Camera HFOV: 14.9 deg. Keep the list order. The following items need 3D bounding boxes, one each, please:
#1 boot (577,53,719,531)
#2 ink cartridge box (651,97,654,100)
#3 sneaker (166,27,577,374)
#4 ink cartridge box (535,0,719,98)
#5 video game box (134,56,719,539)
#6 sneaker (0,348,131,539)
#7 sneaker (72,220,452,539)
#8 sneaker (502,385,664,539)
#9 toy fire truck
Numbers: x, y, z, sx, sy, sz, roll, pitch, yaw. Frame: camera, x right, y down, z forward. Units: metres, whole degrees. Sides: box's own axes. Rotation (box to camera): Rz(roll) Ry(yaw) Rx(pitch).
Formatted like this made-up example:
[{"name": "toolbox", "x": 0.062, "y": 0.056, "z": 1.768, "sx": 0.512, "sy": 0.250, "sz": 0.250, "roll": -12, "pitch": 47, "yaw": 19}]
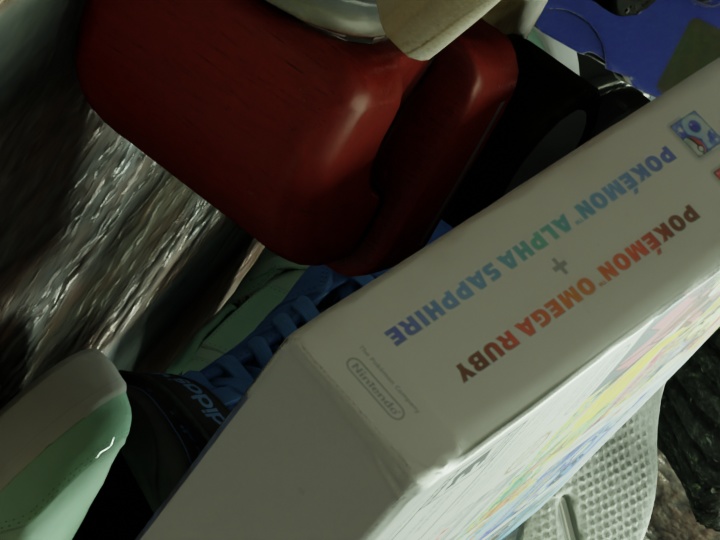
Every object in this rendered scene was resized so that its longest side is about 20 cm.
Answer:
[{"name": "boot", "x": 0.098, "y": 0.038, "z": 0.977, "sx": 0.079, "sy": 0.158, "sz": 0.211, "roll": -27, "pitch": 149, "yaw": -28}, {"name": "ink cartridge box", "x": 0.077, "y": -0.002, "z": 1.155, "sx": 0.147, "sy": 0.083, "sz": 0.200, "roll": -1, "pitch": 139, "yaw": -28}, {"name": "sneaker", "x": 0.000, "y": 0.000, "z": 0.890, "sx": 0.200, "sy": 0.074, "sz": 0.118, "roll": -63, "pitch": 168, "yaw": 28}, {"name": "ink cartridge box", "x": 0.092, "y": -0.112, "z": 0.821, "sx": 0.076, "sy": 0.136, "sz": 0.200, "roll": -64, "pitch": 171, "yaw": 27}, {"name": "video game box", "x": 0.019, "y": 0.039, "z": 0.651, "sx": 0.182, "sy": 0.047, "sz": 0.200, "roll": -30, "pitch": 165, "yaw": -39}, {"name": "sneaker", "x": -0.083, "y": 0.125, "z": 0.731, "sx": 0.200, "sy": 0.118, "sz": 0.074, "roll": -60, "pitch": 171, "yaw": 13}, {"name": "sneaker", "x": -0.024, "y": 0.042, "z": 0.796, "sx": 0.200, "sy": 0.077, "sz": 0.111, "roll": -53, "pitch": 148, "yaw": 4}, {"name": "sneaker", "x": 0.073, "y": 0.008, "z": 0.864, "sx": 0.070, "sy": 0.080, "sz": 0.200, "roll": 42, "pitch": 73, "yaw": -41}, {"name": "toy fire truck", "x": 0.008, "y": -0.072, "z": 0.550, "sx": 0.200, "sy": 0.129, "sz": 0.176, "roll": -19, "pitch": 144, "yaw": -60}]
